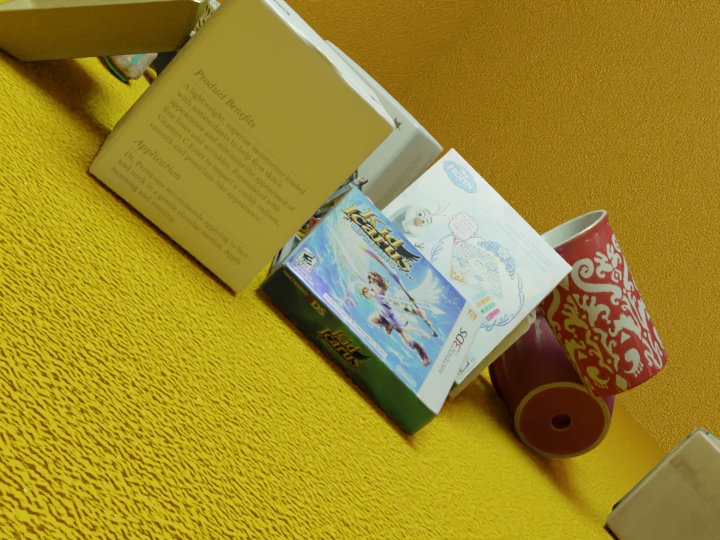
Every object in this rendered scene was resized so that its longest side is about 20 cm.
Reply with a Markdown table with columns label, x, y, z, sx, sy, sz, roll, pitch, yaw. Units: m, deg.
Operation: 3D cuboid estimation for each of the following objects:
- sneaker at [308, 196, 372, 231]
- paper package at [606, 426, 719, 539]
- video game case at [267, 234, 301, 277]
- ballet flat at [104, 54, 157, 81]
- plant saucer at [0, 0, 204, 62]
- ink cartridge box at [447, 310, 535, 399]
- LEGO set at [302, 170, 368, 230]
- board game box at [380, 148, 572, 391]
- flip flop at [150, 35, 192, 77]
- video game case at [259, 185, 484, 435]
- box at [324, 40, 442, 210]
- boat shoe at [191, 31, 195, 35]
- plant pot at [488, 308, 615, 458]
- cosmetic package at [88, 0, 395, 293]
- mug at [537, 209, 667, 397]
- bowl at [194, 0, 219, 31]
| label | x | y | z | sx | sy | sz | roll | pitch | yaw |
| --- | --- | --- | --- | --- | --- | --- | --- | --- | --- |
| sneaker | 0.000 | 0.000 | 1.154 | 0.095 | 0.079 | 0.201 | -14 | 64 | -37 |
| paper package | 0.461 | 0.343 | 1.249 | 0.200 | 0.191 | 0.103 | 47 | 10 | 19 |
| video game case | -0.014 | 0.049 | 0.991 | 0.200 | 0.022 | 0.182 | 43 | 10 | -10 |
| ballet flat | -0.283 | -0.292 | 1.138 | 0.068 | 0.067 | 0.200 | 41 | 10 | -43 |
| plant saucer | -0.239 | -0.233 | 0.880 | 0.200 | 0.198 | 0.049 | -107 | -168 | -69 |
| ink cartridge box | 0.146 | 0.070 | 1.194 | 0.084 | 0.146 | 0.200 | 46 | 10 | 4 |
| LEGO set | -0.070 | -0.161 | 1.206 | 0.200 | 0.116 | 0.154 | 43 | -26 | 32 |
| board game box | 0.103 | -0.004 | 1.062 | 0.200 | 0.199 | 0.043 | 46 | -19 | 7 |
| flip flop | -0.240 | -0.269 | 1.209 | 0.200 | 0.081 | 0.058 | 48 | -2 | 19 |
| video game case | 0.020 | 0.032 | 0.921 | 0.200 | 0.045 | 0.181 | 45 | 34 | -5 |
| box | -0.024 | -0.185 | 1.383 | 0.200 | 0.199 | 0.171 | 45 | 10 | 13 |
| boat shoe | -0.216 | -0.267 | 1.300 | 0.200 | 0.076 | 0.072 | 35 | 16 | -40 |
| plant pot | 0.277 | 0.156 | 1.311 | 0.200 | 0.200 | 0.179 | 42 | 25 | -15 |
| cosmetic package | -0.102 | -0.126 | 0.818 | 0.165 | 0.200 | 0.165 | 42 | 10 | -19 |
| mug | 0.303 | 0.035 | 1.179 | 0.177 | 0.133 | 0.201 | -32 | 96 | -40 |
| bowl | -0.233 | -0.382 | 1.634 | 0.201 | 0.094 | 0.201 | 44 | 9 | -9 |
